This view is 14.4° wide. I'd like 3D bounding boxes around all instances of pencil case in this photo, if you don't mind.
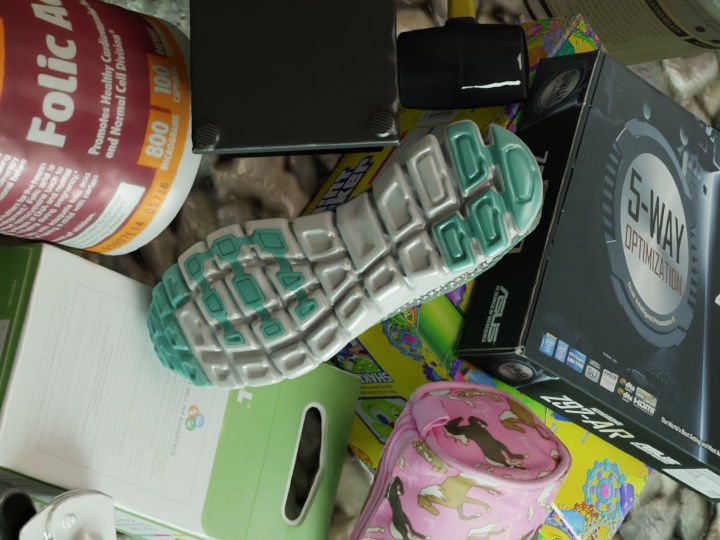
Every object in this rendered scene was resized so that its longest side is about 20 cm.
[{"bbox_3d":[0.028,0.146,1.361,0.086,0.083,0.201,-18,141,-50],"label":"pencil case"}]

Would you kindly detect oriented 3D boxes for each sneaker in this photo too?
[{"bbox_3d":[0.000,0.000,1.291,0.078,0.199,0.091,70,15,8],"label":"sneaker"}]

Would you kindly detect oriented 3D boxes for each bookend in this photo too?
[{"bbox_3d":[-0.021,-0.133,1.321,0.199,0.092,0.201,62,26,-78],"label":"bookend"}]

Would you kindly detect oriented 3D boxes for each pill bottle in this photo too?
[{"bbox_3d":[-0.176,-0.078,1.250,0.199,0.114,0.115,12,78,-40],"label":"pill bottle"}]

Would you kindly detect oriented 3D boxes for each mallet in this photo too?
[{"bbox_3d":[0.039,-0.166,1.419,0.041,0.066,0.201,78,3,-60],"label":"mallet"}]

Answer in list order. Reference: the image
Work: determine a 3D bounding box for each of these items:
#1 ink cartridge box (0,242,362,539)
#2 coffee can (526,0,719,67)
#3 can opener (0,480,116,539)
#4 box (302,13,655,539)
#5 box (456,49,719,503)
[{"bbox_3d":[-0.100,0.069,1.340,0.200,0.059,0.104,24,72,-37],"label":"ink cartridge box"},{"bbox_3d":[0.200,-0.191,1.528,0.146,0.200,0.147,5,83,-40],"label":"coffee can"},{"bbox_3d":[-0.132,0.186,1.294,0.053,0.066,0.201,-22,116,-37],"label":"can opener"},{"bbox_3d":[0.077,0.012,1.456,0.193,0.122,0.200,51,56,-25],"label":"box"},{"bbox_3d":[0.148,0.007,1.410,0.200,0.043,0.161,31,67,-36],"label":"box"}]
